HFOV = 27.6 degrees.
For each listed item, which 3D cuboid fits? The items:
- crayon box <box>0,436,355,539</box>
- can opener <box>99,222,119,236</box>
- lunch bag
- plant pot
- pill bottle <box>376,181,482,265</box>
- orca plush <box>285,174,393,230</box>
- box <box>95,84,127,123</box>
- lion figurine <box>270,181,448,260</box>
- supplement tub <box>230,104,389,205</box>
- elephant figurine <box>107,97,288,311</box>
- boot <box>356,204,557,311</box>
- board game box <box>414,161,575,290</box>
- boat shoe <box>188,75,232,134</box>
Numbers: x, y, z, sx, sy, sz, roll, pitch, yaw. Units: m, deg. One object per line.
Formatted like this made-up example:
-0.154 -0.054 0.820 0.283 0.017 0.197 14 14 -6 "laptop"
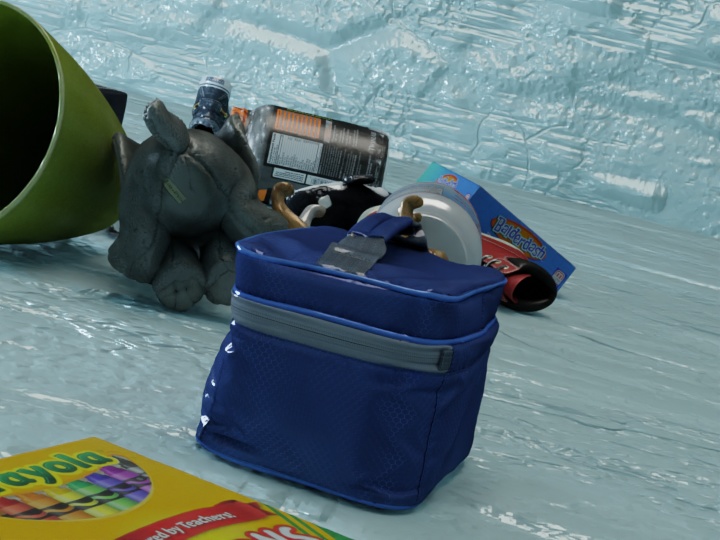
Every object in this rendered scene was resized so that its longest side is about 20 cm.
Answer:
-0.081 0.109 0.507 0.199 0.051 0.127 17 10 23 "crayon box"
-0.163 -0.049 1.369 0.199 0.053 0.066 11 8 -20 "can opener"
0.005 0.037 0.824 0.135 0.133 0.200 16 10 13 "lunch bag"
-0.269 -0.096 1.190 0.186 0.188 0.200 17 -5 23 "plant pot"
0.058 -0.021 1.352 0.108 0.109 0.200 14 9 2 "pill bottle"
0.002 -0.049 1.684 0.105 0.071 0.200 -31 -26 25 "orca plush"
-0.373 -0.152 1.493 0.199 0.118 0.197 17 9 11 "box"
0.000 0.000 1.193 0.199 0.123 0.073 3 -20 -4 "lion figurine"
-0.072 -0.134 1.816 0.199 0.123 0.123 13 9 -7 "supplement tub"
-0.138 -0.059 1.149 0.141 0.156 0.200 27 14 -17 "elephant figurine"
0.097 -0.012 1.489 0.199 0.073 0.144 15 10 -15 "boot"
0.151 -0.052 1.704 0.152 0.045 0.200 39 1 -18 "board game box"
-0.253 -0.242 2.425 0.070 0.091 0.200 14 -18 1 "boat shoe"
